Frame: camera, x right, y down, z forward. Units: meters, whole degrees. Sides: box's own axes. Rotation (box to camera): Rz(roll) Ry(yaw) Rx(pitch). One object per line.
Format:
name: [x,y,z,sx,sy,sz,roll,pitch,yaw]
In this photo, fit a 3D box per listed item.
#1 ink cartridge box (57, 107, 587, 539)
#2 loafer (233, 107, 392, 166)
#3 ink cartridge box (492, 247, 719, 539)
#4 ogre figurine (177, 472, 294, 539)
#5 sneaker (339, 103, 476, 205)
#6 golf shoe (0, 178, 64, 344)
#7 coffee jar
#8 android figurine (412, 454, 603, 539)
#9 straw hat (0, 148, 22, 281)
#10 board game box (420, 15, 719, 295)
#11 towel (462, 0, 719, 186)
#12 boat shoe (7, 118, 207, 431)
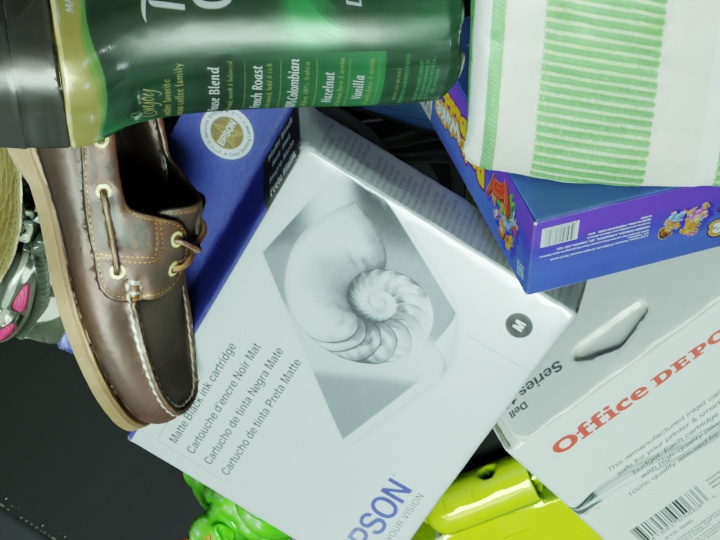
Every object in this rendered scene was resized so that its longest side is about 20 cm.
ink cartridge box: [-0.028,0.028,0.947,0.199,0.041,0.200,31,123,-2]
loafer: [0.000,0.000,0.988,0.073,0.071,0.200,-23,125,21]
ink cartridge box: [0.156,0.060,1.043,0.146,0.083,0.200,-36,141,8]
ogre figurine: [-0.032,0.136,1.102,0.120,0.200,0.098,35,99,-17]
sneaker: [0.056,-0.057,1.028,0.198,0.071,0.083,23,136,-15]
golf shoe: [-0.135,-0.025,1.024,0.087,0.078,0.200,13,149,-20]
coffee jar: [-0.063,-0.110,0.813,0.198,0.105,0.085,-9,163,-8]
android figurine: [0.094,0.184,1.215,0.198,0.041,0.183,-20,124,11]
straw hat: [-0.205,-0.085,0.977,0.200,0.085,0.203,17,120,32]
board game box: [0.141,-0.073,0.916,0.198,0.135,0.045,-13,138,-14]
towel: [0.141,-0.098,0.805,0.198,0.023,0.154,0,127,-2]
boat shoe: [-0.104,-0.024,0.896,0.070,0.071,0.202,-11,111,16]
